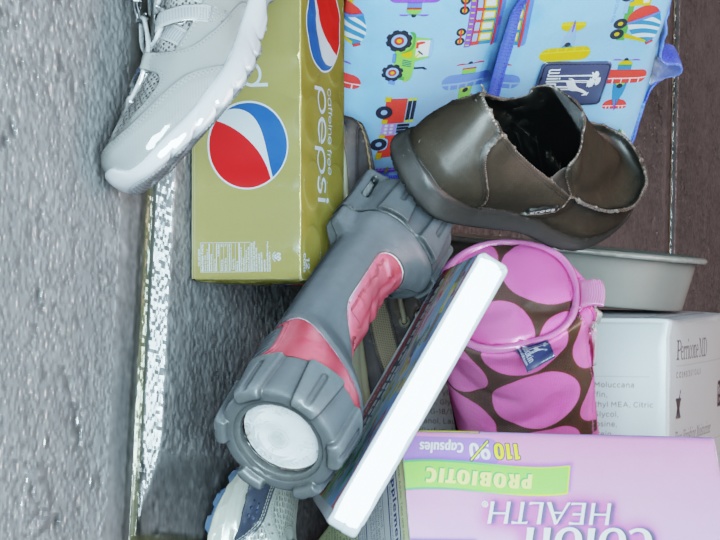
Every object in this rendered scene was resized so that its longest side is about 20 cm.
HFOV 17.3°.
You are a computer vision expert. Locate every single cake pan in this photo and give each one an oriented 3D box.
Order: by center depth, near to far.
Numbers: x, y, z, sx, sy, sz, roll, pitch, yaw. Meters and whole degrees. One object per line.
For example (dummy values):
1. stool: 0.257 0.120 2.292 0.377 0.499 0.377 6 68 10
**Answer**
1. cake pan: 0.125 0.000 1.549 0.200 0.199 0.037 1 95 -72

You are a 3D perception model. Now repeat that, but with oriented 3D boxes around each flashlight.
1. flashlight: -0.004 0.029 1.174 0.200 0.068 0.068 -55 147 -51

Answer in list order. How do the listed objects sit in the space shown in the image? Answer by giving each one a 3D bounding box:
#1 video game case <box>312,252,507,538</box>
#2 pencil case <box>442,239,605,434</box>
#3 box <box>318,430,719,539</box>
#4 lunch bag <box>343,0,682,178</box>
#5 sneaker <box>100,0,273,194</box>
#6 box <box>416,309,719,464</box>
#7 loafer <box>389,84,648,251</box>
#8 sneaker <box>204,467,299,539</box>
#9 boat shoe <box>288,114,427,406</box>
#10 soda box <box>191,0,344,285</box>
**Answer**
1. video game case: 0.021 0.060 1.173 0.143 0.017 0.200 -60 -178 -4
2. pencil case: 0.097 0.074 1.347 0.201 0.093 0.091 79 3 -51
3. box: 0.080 0.166 1.281 0.200 0.175 0.097 122 -32 -62
4. lunch bag: 0.082 -0.124 1.337 0.094 0.199 0.151 -94 -170 -47
5. sneaker: -0.086 -0.127 1.141 0.075 0.082 0.201 -39 -156 61
6. box: 0.124 0.091 1.538 0.199 0.199 0.132 -1 91 -71
7. loafer: 0.101 -0.058 1.265 0.200 0.071 0.073 -2 59 -53
8. sneaker: -0.036 0.193 1.238 0.077 0.085 0.201 36 55 -68
9. boat shoe: 0.000 0.000 1.333 0.073 0.074 0.201 -19 124 -26
10. soda box: -0.048 -0.093 1.238 0.068 0.064 0.201 2 89 -70
